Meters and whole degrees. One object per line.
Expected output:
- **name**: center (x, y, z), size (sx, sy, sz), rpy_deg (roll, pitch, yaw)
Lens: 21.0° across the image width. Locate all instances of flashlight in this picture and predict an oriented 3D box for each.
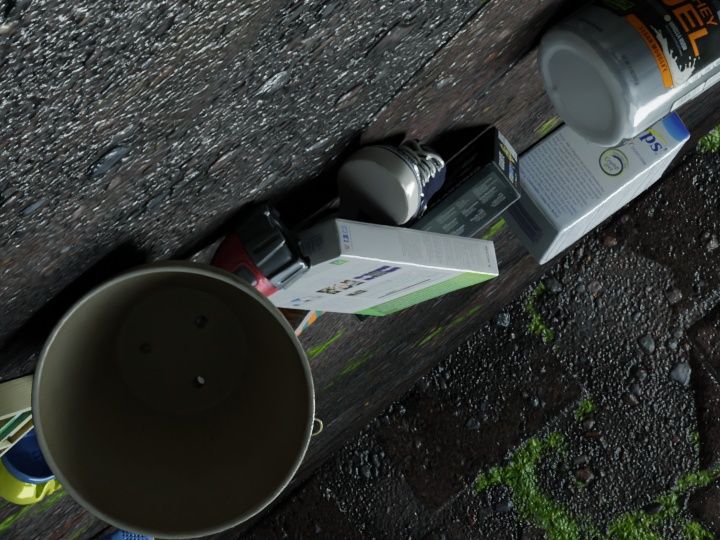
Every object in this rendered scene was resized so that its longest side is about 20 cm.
- **flashlight**: center (-0.135, 0.029, 1.528), size (0.199, 0.068, 0.068), rpy_deg (-35, 147, 11)

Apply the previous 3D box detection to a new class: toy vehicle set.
- **toy vehicle set**: center (-0.327, 0.154, 1.503), size (0.200, 0.027, 0.124), rpy_deg (-41, 171, 20)

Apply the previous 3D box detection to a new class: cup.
- **cup**: center (-0.133, 0.077, 1.427), size (0.200, 0.201, 0.143), rpy_deg (-38, -168, 7)

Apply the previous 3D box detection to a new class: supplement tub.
- **supplement tub**: center (0.263, -0.205, 1.705), size (0.199, 0.123, 0.123), rpy_deg (-35, 172, -22)

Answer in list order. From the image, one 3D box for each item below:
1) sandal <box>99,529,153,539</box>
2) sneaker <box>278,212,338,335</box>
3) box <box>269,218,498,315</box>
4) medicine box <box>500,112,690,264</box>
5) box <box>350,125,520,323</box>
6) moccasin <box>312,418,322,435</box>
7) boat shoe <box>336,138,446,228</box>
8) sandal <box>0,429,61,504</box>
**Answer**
- **sandal**: center (-0.363, 0.414, 2.620), size (0.200, 0.080, 0.087), rpy_deg (-37, 169, -15)
- **sneaker**: center (-0.059, 0.025, 1.785), size (0.200, 0.072, 0.080), rpy_deg (-41, 167, 14)
- **box**: center (0.000, 0.000, 1.644), size (0.144, 0.037, 0.199), rpy_deg (-20, 160, 40)
- **medicine box**: center (0.271, -0.119, 2.300), size (0.200, 0.103, 0.182), rpy_deg (-37, 172, -9)
- **box**: center (0.066, -0.046, 1.867), size (0.200, 0.046, 0.159), rpy_deg (-39, -170, 14)
- **moccasin**: center (-0.099, 0.200, 2.584), size (0.073, 0.078, 0.201), rpy_deg (-37, 172, 2)
- **boat shoe**: center (0.032, -0.082, 1.633), size (0.093, 0.075, 0.200), rpy_deg (-50, 177, -17)
- **sandal**: center (-0.225, 0.130, 1.651), size (0.200, 0.080, 0.087), rpy_deg (-31, 167, -47)
